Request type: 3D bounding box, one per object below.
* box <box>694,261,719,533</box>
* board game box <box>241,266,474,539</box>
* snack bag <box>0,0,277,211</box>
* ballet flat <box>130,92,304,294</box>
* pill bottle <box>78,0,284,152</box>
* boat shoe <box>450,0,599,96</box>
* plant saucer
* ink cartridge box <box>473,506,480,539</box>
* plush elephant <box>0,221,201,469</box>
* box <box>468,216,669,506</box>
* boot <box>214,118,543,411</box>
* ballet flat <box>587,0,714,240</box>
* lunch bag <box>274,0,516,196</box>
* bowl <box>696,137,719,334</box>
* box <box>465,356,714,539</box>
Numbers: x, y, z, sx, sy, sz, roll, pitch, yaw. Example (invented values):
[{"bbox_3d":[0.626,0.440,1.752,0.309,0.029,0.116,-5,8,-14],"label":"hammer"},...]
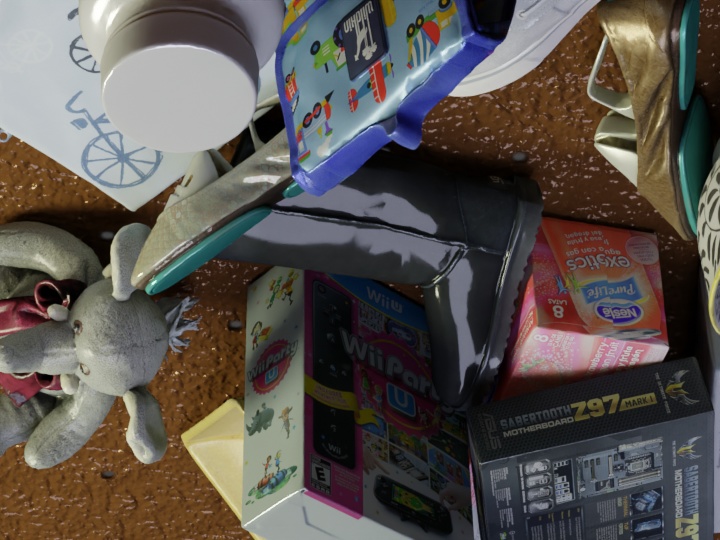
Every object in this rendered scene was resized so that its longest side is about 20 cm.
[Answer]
[{"bbox_3d":[0.330,0.081,1.807,0.199,0.105,0.184,-2,139,2],"label":"box"},{"bbox_3d":[-0.002,0.101,1.746,0.147,0.201,0.064,28,131,-31],"label":"board game box"},{"bbox_3d":[-0.151,-0.128,1.612,0.200,0.021,0.188,32,129,-33],"label":"snack bag"},{"bbox_3d":[-0.065,-0.062,1.617,0.200,0.062,0.067,-33,172,0],"label":"ballet flat"},{"bbox_3d":[-0.096,-0.165,1.433,0.112,0.201,0.113,-1,139,-1],"label":"pill bottle"},{"bbox_3d":[0.104,-0.172,1.521,0.200,0.072,0.068,-30,144,29],"label":"boat shoe"},{"bbox_3d":[-0.031,0.168,1.833,0.200,0.048,0.200,52,162,0],"label":"plant saucer"},{"bbox_3d":[0.104,0.176,1.925,0.199,0.088,0.146,3,139,-7],"label":"ink cartridge box"},{"bbox_3d":[-0.186,0.046,1.700,0.199,0.166,0.155,-9,-178,-14],"label":"plush elephant"},{"bbox_3d":[0.130,0.068,1.789,0.094,0.103,0.200,8,139,-12],"label":"box"},{"bbox_3d":[0.000,-0.001,1.703,0.199,0.066,0.166,9,107,-17],"label":"boot"},{"bbox_3d":[0.176,-0.099,1.632,0.072,0.068,0.200,8,143,20],"label":"ballet flat"},{"bbox_3d":[0.021,-0.140,1.465,0.094,0.201,0.150,29,131,-31],"label":"lunch bag"},{"bbox_3d":[0.278,-0.054,1.636,0.200,0.094,0.201,-22,148,-15],"label":"bowl"},{"bbox_3d":[0.155,0.149,1.764,0.157,0.051,0.200,-12,142,-2],"label":"box"}]
